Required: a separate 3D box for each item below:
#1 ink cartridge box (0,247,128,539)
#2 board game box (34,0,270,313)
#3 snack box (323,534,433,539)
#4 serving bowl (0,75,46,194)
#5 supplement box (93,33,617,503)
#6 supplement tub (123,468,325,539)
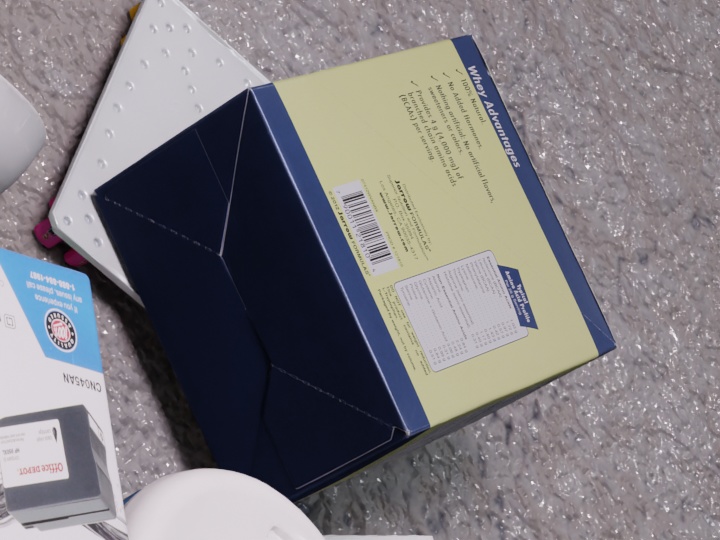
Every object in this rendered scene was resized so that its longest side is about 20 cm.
[{"bbox_3d":[-0.167,0.094,1.176,0.144,0.084,0.201,19,56,-58],"label":"ink cartridge box"},{"bbox_3d":[-0.079,-0.031,1.625,0.200,0.026,0.201,41,43,-23],"label":"board game box"},{"bbox_3d":[-0.026,0.179,1.555,0.199,0.024,0.072,6,62,-46],"label":"snack box"},{"bbox_3d":[-0.250,-0.079,1.357,0.200,0.200,0.066,33,75,-30],"label":"serving bowl"},{"bbox_3d":[0.000,0.000,1.564,0.199,0.134,0.201,-18,81,-50],"label":"supplement box"},{"bbox_3d":[-0.111,0.187,1.316,0.144,0.200,0.146,25,51,-36],"label":"supplement tub"}]
